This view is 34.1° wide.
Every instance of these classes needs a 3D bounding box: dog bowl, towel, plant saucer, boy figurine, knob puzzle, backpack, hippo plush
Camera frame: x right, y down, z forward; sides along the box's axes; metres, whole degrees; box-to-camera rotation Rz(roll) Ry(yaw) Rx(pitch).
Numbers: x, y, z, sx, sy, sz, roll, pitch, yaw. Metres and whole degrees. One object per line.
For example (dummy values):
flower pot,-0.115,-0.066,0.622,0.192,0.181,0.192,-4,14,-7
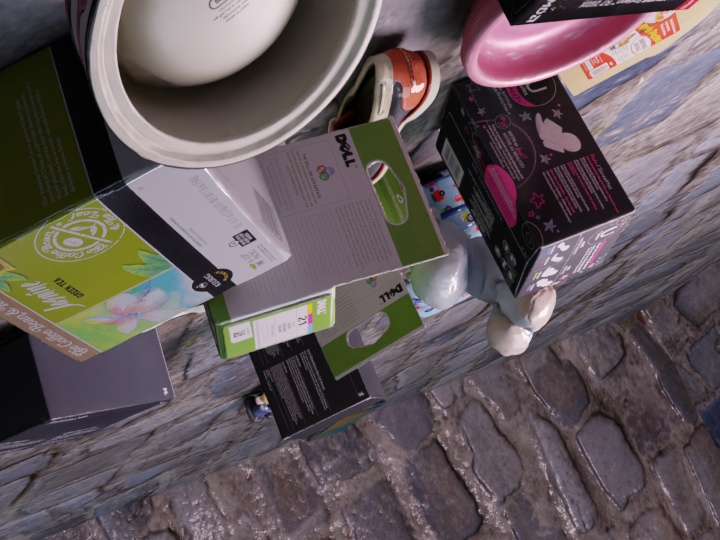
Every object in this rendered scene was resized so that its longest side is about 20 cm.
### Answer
dog bowl,-0.084,-0.162,0.688,0.199,0.074,0.201,-27,143,-23
towel,-0.041,0.401,3.159,0.146,0.022,0.200,-11,159,-48
plant saucer,0.175,-0.235,1.029,0.200,0.051,0.201,-21,165,-6
boy figurine,-0.144,0.231,2.240,0.124,0.065,0.200,-11,160,-43
knob puzzle,0.284,-0.258,1.187,0.219,0.031,0.220,-22,166,-6
backpack,0.096,-0.040,1.479,0.182,0.135,0.200,-23,164,-8
hippo plush,0.137,-0.019,1.334,0.200,0.160,0.160,-83,-163,-57

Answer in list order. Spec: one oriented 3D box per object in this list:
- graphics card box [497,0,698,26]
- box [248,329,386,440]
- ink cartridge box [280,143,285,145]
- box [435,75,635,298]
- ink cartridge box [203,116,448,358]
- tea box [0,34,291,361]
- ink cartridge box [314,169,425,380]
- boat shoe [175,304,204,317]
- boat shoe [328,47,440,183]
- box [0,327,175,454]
graphics card box,0.161,-0.242,0.830,0.199,0.126,0.051,-14,164,-38
box,-0.071,0.113,1.616,0.141,0.201,0.079,-27,166,17
ink cartridge box,-0.186,-0.061,1.098,0.199,0.045,0.176,-14,162,-36
box,0.177,-0.097,1.220,0.114,0.201,0.132,-20,159,-13
ink cartridge box,-0.045,-0.029,0.997,0.199,0.148,0.076,-16,155,-10
tea box,-0.186,-0.054,0.858,0.196,0.134,0.200,-25,154,7
ink cartridge box,0.000,0.000,1.312,0.148,0.201,0.076,-33,164,34
boat shoe,-0.230,0.021,1.345,0.199,0.073,0.062,-15,122,-9
boat shoe,0.004,-0.136,1.083,0.062,0.072,0.200,-9,159,-29
box,-0.360,0.141,1.398,0.182,0.105,0.200,-23,169,32
